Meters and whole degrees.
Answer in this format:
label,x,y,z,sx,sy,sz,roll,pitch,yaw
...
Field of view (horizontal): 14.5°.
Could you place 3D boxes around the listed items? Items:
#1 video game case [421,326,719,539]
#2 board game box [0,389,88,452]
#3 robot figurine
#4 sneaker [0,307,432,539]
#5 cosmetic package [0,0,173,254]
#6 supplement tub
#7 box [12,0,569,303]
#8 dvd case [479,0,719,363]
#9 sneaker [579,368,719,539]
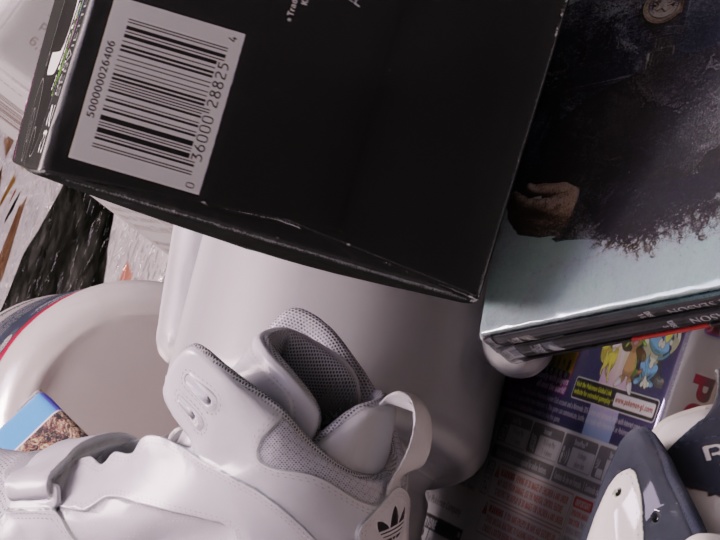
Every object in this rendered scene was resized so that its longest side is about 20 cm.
label,x,y,z,sx,sy,sz,roll,pitch,yaw
video game case,0.072,0.041,0.946,0.200,0.023,0.182,-166,94,-74
board game box,-0.104,0.166,1.015,0.159,0.097,0.200,-44,40,-7
robot figurine,0.000,0.000,0.981,0.170,0.113,0.200,3,69,32
sneaker,-0.064,0.062,0.900,0.075,0.200,0.115,-19,-57,-58
cosmetic package,-0.052,-0.119,1.178,0.200,0.166,0.167,-55,15,-7
supplement tub,-0.123,0.078,1.312,0.200,0.140,0.140,169,119,-71
box,-0.021,-0.080,0.815,0.200,0.124,0.149,-159,86,-81
dvd case,0.125,-0.058,0.726,0.200,0.022,0.146,-11,56,36
sneaker,0.096,0.074,0.630,0.199,0.079,0.130,122,153,-67
